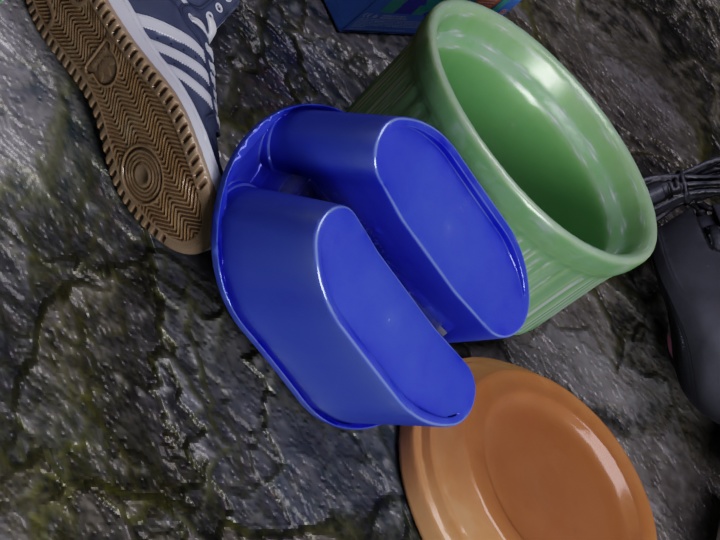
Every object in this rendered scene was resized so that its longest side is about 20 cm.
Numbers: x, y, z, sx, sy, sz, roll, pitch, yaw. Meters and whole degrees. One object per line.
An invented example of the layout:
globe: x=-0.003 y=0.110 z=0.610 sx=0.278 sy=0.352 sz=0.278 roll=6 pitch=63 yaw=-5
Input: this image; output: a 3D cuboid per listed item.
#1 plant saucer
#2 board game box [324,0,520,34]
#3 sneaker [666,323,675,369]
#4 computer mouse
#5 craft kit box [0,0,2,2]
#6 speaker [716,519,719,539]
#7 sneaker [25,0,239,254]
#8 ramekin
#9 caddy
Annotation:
plant saucer: x=0.107 y=0.135 z=1.479 sx=0.200 sy=0.037 sz=0.201 roll=29 pitch=42 yaw=-30
board game box: x=0.089 y=-0.225 z=1.632 sx=0.152 sy=0.200 sz=0.045 roll=-3 pitch=62 yaw=-50
sneaker: x=0.282 y=0.103 z=1.686 sx=0.200 sy=0.095 sz=0.079 roll=41 pitch=73 yaw=14
computer mouse: x=0.232 y=0.008 z=1.652 sx=0.138 sy=0.053 sz=0.201 roll=-14 pitch=62 yaw=-6
craft kit box: x=-0.248 y=-0.196 z=1.224 sx=0.197 sy=0.200 sz=0.049 roll=34 pitch=40 yaw=-23
speaker: x=0.252 y=0.198 z=1.552 sx=0.081 sy=0.081 sz=0.200 roll=42 pitch=36 yaw=-14
sneaker: x=-0.101 y=-0.103 z=1.423 sx=0.108 sy=0.070 sz=0.201 roll=-9 pitch=64 yaw=-49
ramekin: x=0.079 y=-0.058 z=1.542 sx=0.200 sy=0.098 sz=0.200 roll=37 pitch=29 yaw=-25
caddy: x=0.000 y=0.000 z=1.391 sx=0.142 sy=0.105 sz=0.200 roll=-55 pitch=127 yaw=-26
